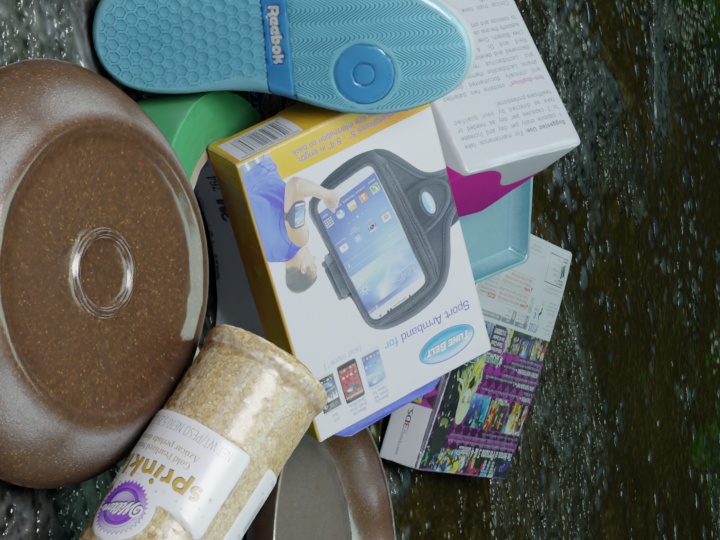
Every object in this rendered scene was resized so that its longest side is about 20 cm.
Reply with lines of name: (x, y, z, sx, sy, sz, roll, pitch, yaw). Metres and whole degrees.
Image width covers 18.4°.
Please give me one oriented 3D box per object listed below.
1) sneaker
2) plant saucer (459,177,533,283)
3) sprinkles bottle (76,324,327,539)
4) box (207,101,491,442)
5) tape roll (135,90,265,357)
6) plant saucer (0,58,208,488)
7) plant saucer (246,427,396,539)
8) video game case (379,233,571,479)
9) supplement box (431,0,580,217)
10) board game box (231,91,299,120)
sneaker: (-0.031, -0.139, 1.184, 0.131, 0.199, 0.080, -62, 158, -67)
plant saucer: (0.037, -0.014, 1.360, 0.200, 0.019, 0.070, -21, 121, -42)
sprinkles bottle: (-0.093, 0.123, 1.028, 0.200, 0.068, 0.068, -58, 145, -18)
box: (0.000, 0.000, 1.216, 0.119, 0.041, 0.201, -27, 118, -20)
tape roll: (-0.086, 0.004, 1.203, 0.200, 0.048, 0.201, -5, 90, -69)
plant saucer: (-0.130, 0.001, 1.031, 0.200, 0.037, 0.201, 3, 86, -54)
plant saucer: (-0.025, 0.177, 1.350, 0.200, 0.032, 0.201, -4, 90, -70)
video game case: (0.086, 0.056, 1.587, 0.200, 0.036, 0.182, 17, 89, -68)
supplement box: (0.028, -0.134, 1.309, 0.103, 0.101, 0.201, -17, 78, -42)
board game box: (-0.037, -0.178, 1.259, 0.029, 0.134, 0.201, -14, 100, -35)
